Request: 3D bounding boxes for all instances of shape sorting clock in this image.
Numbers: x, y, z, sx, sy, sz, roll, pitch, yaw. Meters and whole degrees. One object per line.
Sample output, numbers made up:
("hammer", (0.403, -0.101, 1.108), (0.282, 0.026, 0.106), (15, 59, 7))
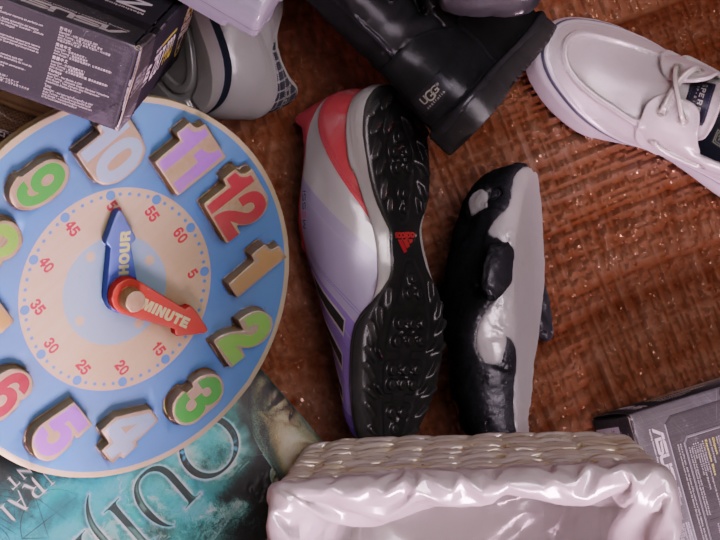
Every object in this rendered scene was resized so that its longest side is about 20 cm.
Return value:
("shape sorting clock", (-0.123, 0.010, 1.024), (0.199, 0.039, 0.202), (-11, 110, -32))

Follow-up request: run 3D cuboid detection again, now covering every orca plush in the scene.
("orca plush", (0.064, 0.041, 1.163), (0.105, 0.071, 0.202), (-12, 99, -67))

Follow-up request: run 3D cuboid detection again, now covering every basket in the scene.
("basket", (0.060, 0.184, 1.023), (0.198, 0.161, 0.200), (-3, 96, 4))

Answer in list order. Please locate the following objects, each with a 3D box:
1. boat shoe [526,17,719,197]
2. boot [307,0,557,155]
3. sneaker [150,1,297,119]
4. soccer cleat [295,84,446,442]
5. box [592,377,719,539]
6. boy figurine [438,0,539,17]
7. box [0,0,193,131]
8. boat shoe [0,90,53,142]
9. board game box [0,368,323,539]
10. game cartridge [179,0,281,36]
("boat shoe", (0.194, -0.100, 1.218), (0.199, 0.065, 0.074), (22, 75, -18))
("boot", (0.011, -0.173, 1.129), (0.200, 0.066, 0.165), (44, 25, -4))
("sneaker", (-0.089, -0.180, 1.122), (0.080, 0.076, 0.202), (-8, 85, -41))
("soccer cleat", (0.000, 0.000, 1.127), (0.068, 0.073, 0.202), (0, 87, -47))
("box", (0.238, 0.162, 1.207), (0.157, 0.048, 0.202), (-15, 88, -24))
("boy figurine", (0.053, -0.228, 1.016), (0.064, 0.201, 0.125), (7, 48, 21))
("box", (-0.190, -0.137, 0.995), (0.199, 0.161, 0.049), (19, 110, 0))
("boat shoe", (-0.171, -0.065, 1.075), (0.199, 0.072, 0.072), (27, 103, -27))
("board game box", (-0.121, 0.122, 1.079), (0.200, 0.028, 0.135), (-44, 98, -21))
("game cartridge", (-0.059, -0.227, 1.029), (0.133, 0.042, 0.201), (31, 67, 0))
